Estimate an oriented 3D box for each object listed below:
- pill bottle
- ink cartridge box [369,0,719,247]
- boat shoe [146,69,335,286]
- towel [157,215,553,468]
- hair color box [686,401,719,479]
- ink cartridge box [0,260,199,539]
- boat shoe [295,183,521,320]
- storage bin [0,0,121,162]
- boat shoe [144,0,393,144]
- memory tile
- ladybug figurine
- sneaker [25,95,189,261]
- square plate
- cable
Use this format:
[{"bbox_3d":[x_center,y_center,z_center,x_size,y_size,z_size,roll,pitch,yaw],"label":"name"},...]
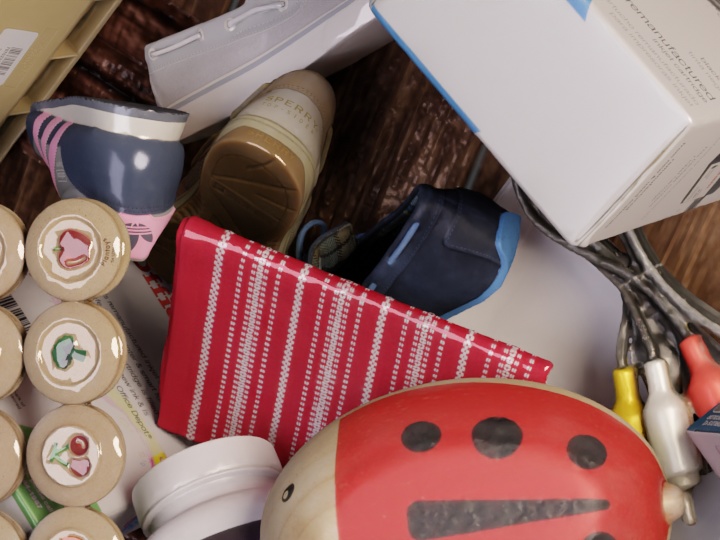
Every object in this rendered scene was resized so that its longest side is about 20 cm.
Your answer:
[{"bbox_3d":[-0.046,0.186,1.395,0.112,0.112,0.200,-40,59,32],"label":"pill bottle"},{"bbox_3d":[0.119,-0.102,1.285,0.145,0.200,0.084,49,119,14],"label":"ink cartridge box"},{"bbox_3d":[-0.058,-0.040,1.468,0.072,0.065,0.200,32,152,-2],"label":"boat shoe"},{"bbox_3d":[-0.008,0.058,1.418,0.200,0.023,0.145,22,134,12],"label":"towel"},{"bbox_3d":[0.240,0.136,1.289,0.060,0.100,0.200,-37,97,-11],"label":"hair color box"},{"bbox_3d":[-0.161,0.073,1.497,0.084,0.200,0.145,-40,79,35],"label":"ink cartridge box"},{"bbox_3d":[0.000,0.000,1.437,0.069,0.084,0.200,29,137,-24],"label":"boat shoe"},{"bbox_3d":[-0.235,-0.151,1.501,0.200,0.198,0.094,-49,57,29],"label":"storage bin"},{"bbox_3d":[-0.034,-0.131,1.458,0.200,0.072,0.069,-28,85,42],"label":"boat shoe"},{"bbox_3d":[-0.186,0.066,1.386,0.153,0.017,0.201,-1,88,14],"label":"memory tile"},{"bbox_3d":[0.050,0.115,1.320,0.199,0.072,0.136,-10,81,3],"label":"ladybug figurine"},{"bbox_3d":[-0.138,-0.045,1.473,0.070,0.200,0.082,7,90,-12],"label":"sneaker"},{"bbox_3d":[0.104,0.080,1.436,0.200,0.028,0.198,44,119,16],"label":"square plate"},{"bbox_3d":[0.137,0.020,1.355,0.097,0.050,0.200,-24,89,30],"label":"cable"}]
